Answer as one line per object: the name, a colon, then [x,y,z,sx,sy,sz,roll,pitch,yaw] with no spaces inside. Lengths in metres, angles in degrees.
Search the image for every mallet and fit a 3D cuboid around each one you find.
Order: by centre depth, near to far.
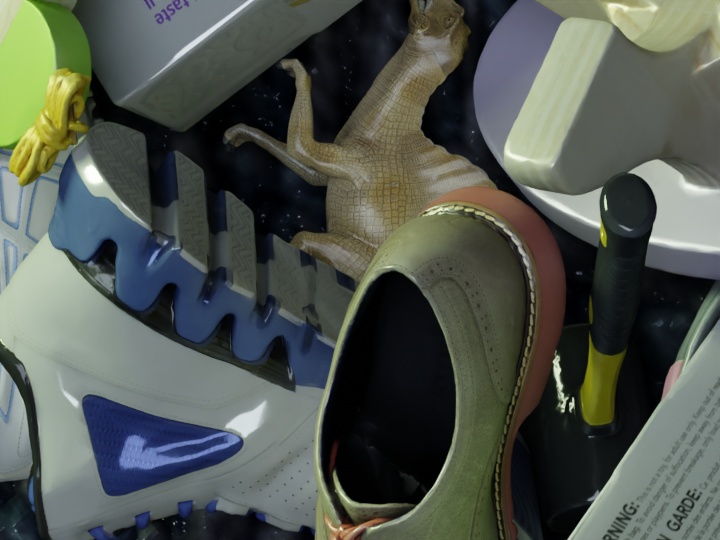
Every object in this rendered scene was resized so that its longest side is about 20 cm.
mallet: [0.073,0.012,0.903,0.041,0.200,0.066,-5,60,-2]

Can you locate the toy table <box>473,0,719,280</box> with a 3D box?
toy table: [0.104,-0.079,0.908,0.200,0.117,0.184,-1,59,30]

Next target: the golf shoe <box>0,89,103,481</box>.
golf shoe: [-0.136,-0.025,1.009,0.097,0.078,0.200,-14,84,-26]

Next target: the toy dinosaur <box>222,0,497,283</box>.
toy dinosaur: [0.000,0.000,1.003,0.101,0.058,0.201,-1,91,13]

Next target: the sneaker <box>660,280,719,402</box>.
sneaker: [0.158,-0.013,0.950,0.070,0.082,0.200,26,97,12]

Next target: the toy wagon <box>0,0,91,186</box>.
toy wagon: [-0.141,-0.093,0.962,0.200,0.040,0.155,43,114,33]

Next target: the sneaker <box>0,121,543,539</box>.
sneaker: [-0.044,0.050,0.962,0.199,0.081,0.115,38,113,-18]

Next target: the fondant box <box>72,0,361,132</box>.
fondant box: [-0.063,-0.170,1.001,0.144,0.058,0.200,-36,74,12]

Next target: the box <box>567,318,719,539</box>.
box: [0.107,0.124,0.894,0.101,0.200,0.113,31,58,12]

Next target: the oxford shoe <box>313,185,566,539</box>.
oxford shoe: [0.007,0.076,0.877,0.070,0.075,0.201,14,109,27]
